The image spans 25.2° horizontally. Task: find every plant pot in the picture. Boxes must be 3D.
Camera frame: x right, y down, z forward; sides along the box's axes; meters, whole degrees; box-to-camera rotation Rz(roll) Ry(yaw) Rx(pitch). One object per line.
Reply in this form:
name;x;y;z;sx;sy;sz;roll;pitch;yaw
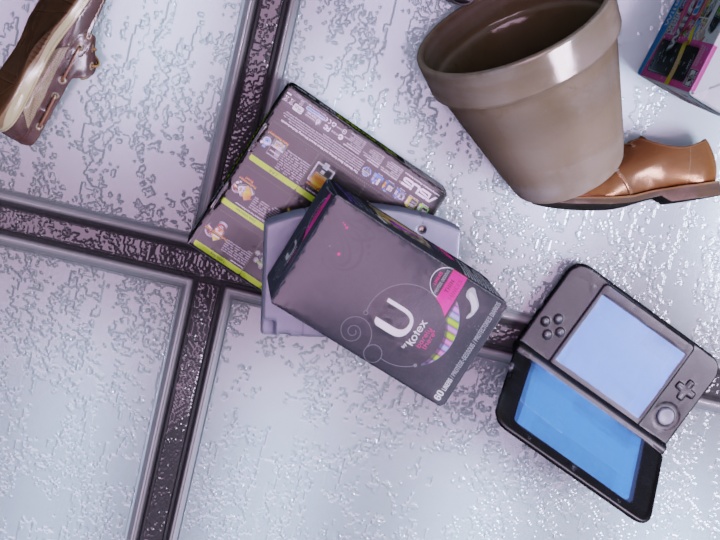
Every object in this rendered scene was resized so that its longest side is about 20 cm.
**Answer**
plant pot;0.177;-0.170;1.571;0.198;0.200;0.175;-25;118;3

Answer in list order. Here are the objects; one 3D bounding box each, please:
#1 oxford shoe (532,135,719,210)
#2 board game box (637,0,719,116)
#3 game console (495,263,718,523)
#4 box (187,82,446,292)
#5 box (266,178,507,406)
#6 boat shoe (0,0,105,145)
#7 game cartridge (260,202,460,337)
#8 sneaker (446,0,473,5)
oxford shoe;0.266;-0.098;1.643;0.197;0.071;0.072;-8;90;-10
board game box;0.346;-0.230;1.546;0.064;0.200;0.149;26;99;-7
game console;0.257;0.123;1.656;0.199;0.116;0.177;35;98;-9
box;-0.044;-0.056;1.642;0.199;0.048;0.194;32;100;-9
box;0.023;0.020;1.552;0.199;0.106;0.123;31;98;-11
boat shoe;-0.295;-0.215;1.595;0.072;0.072;0.201;32;87;-39
game cartridge;0.000;0.000;1.617;0.197;0.041;0.135;2;106;-6
sneaker;0.064;-0.364;1.579;0.200;0.076;0.116;40;92;-20
